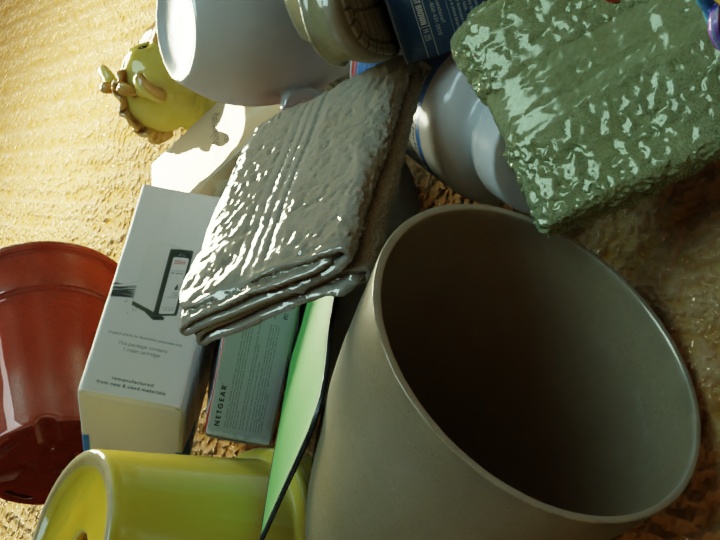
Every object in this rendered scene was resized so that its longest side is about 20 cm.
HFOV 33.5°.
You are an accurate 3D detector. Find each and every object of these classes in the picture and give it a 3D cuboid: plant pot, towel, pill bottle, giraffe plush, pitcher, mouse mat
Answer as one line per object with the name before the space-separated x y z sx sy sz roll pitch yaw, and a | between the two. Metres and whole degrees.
plant pot | -0.114 0.208 0.803 0.200 0.187 0.203 -34 45 42
plant pot | -0.313 0.111 1.190 0.201 0.199 0.197 -46 45 31
towel | -0.031 -0.044 0.701 0.131 0.035 0.201 -20 34 31
towel | 0.157 -0.118 0.635 0.198 0.036 0.150 -28 69 14
pill bottle | 0.077 -0.111 0.782 0.113 0.111 0.200 -60 32 11
giraffe plush | -0.162 -0.173 1.144 0.172 0.161 0.203 -25 50 48
pitcher | -0.040 -0.166 0.893 0.121 0.198 0.173 -51 54 53
plant pot | 0.049 0.102 0.650 0.189 0.185 0.201 -98 30 -41
mouse mat | -0.031 0.048 0.740 0.162 0.007 0.202 114 169 -50

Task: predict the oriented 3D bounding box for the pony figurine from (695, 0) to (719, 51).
pony figurine | 0.226 -0.060 0.475 0.167 0.191 0.201 -50 54 32

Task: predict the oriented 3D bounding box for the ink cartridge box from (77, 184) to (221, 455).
ink cartridge box | -0.162 0.055 0.978 0.147 0.083 0.202 102 177 -53

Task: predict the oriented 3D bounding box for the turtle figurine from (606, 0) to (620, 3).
turtle figurine | 0.199 -0.177 0.573 0.065 0.160 0.202 106 -170 -66

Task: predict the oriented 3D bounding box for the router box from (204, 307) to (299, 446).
router box | -0.074 0.009 0.903 0.180 0.048 0.203 -126 47 -79

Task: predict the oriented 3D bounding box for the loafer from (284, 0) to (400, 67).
loafer | -0.015 -0.170 0.754 0.067 0.076 0.200 -18 20 14

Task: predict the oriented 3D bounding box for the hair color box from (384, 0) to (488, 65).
hair color box | 0.111 -0.197 0.718 0.197 0.061 0.101 -16 34 11

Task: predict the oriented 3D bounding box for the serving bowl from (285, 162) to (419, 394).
serving bowl | 0.000 0.000 0.850 0.200 0.065 0.203 -169 90 -78

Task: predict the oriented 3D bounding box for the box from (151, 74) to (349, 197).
box | -0.090 -0.104 1.039 0.199 0.077 0.096 -39 39 23
